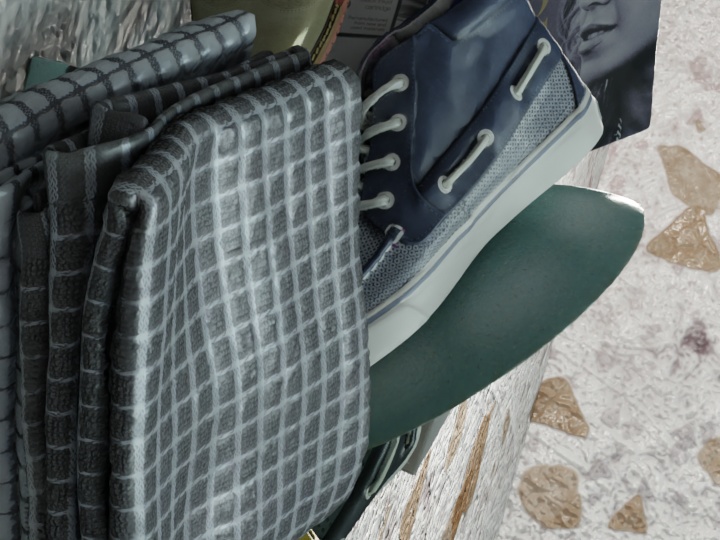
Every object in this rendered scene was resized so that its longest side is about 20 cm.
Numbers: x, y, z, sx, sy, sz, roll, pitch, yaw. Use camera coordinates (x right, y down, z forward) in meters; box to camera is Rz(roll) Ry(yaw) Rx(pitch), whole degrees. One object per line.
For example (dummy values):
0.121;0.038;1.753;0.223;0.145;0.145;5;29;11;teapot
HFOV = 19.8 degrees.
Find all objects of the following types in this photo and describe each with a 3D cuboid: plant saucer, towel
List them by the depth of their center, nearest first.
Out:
-0.064;0.024;0.724;0.165;0.085;0.202;-30;129;-51;towel
0.031;0.011;0.917;0.039;0.200;0.201;56;29;-13;plant saucer

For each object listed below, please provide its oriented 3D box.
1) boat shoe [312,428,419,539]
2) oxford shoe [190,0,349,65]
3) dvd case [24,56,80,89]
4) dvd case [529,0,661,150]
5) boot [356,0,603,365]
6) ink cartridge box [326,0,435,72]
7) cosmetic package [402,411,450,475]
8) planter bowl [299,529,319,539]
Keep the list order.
-0.048;0.131;1.030;0.201;0.075;0.060;-56;168;0;boat shoe
-0.040;-0.162;0.816;0.074;0.070;0.202;57;35;-68;oxford shoe
-0.076;0.007;0.804;0.199;0.022;0.147;14;90;-58;dvd case
0.116;-0.146;1.198;0.148;0.016;0.201;-21;132;-25;dvd case
0.012;-0.040;0.854;0.200;0.073;0.091;-45;113;-25;boot
-0.001;-0.133;0.955;0.146;0.085;0.202;-65;167;-81;ink cartridge box
0.022;0.008;1.207;0.090;0.106;0.201;-55;163;-58;cosmetic package
-0.048;0.151;0.848;0.083;0.201;0.200;-30;170;6;planter bowl
